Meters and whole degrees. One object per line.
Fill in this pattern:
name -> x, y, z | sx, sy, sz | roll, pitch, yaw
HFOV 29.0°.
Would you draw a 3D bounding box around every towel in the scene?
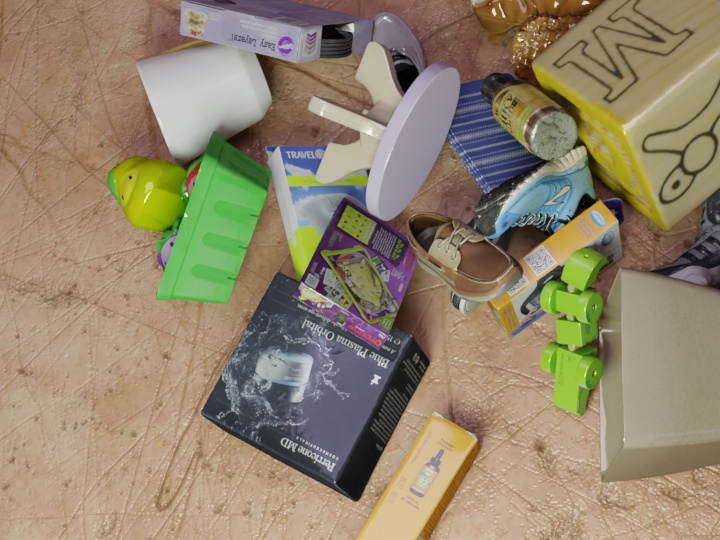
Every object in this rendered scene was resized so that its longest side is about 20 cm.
towel -> 0.177, -0.166, 1.756 | 0.144, 0.024, 0.201 | -16, 57, -24

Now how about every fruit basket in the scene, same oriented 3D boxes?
fruit basket -> -0.230, -0.078, 1.757 | 0.214, 0.156, 0.217 | 0, 110, 0

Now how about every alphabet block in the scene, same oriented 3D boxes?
alphabet block -> 0.356, -0.207, 1.650 | 0.200, 0.196, 0.196 | -39, 43, -4

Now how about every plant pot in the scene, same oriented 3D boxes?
plant pot -> 0.366, 0.125, 1.561 | 0.176, 0.200, 0.202 | 2, 70, 3

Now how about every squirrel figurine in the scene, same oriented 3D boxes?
squirrel figurine -> 0.234, -0.327, 1.781 | 0.185, 0.142, 0.201 | -7, 66, 18

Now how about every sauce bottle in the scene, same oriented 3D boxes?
sauce bottle -> 0.197, -0.192, 1.684 | 0.065, 0.065, 0.200 | -34, 27, 0

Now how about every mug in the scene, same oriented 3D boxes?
mug -> -0.208, -0.251, 1.857 | 0.152, 0.150, 0.188 | -22, 73, -4

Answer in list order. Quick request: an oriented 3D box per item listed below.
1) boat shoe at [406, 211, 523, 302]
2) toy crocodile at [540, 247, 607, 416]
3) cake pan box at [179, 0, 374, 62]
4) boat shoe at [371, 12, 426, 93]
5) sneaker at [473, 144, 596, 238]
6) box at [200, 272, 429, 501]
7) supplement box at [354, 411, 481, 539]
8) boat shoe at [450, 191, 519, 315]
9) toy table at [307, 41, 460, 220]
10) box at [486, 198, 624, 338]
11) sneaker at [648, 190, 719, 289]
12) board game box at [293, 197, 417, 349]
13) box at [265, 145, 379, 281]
boat shoe -> 0.112, -0.020, 1.630 | 0.076, 0.072, 0.200 | -46, 32, -14
toy crocodile -> 0.253, 0.073, 1.628 | 0.067, 0.062, 0.202 | 15, 114, 42
cake pan box -> -0.104, -0.318, 1.822 | 0.199, 0.184, 0.053 | 17, 112, 26
boat shoe -> 0.055, -0.265, 1.836 | 0.073, 0.065, 0.201 | -24, 67, 4
sneaker -> 0.217, -0.078, 1.638 | 0.199, 0.078, 0.090 | -28, 94, -38
box -> -0.052, 0.140, 1.688 | 0.196, 0.117, 0.201 | 24, 79, 20
supplement box -> 0.065, 0.271, 1.640 | 0.066, 0.069, 0.201 | 29, 81, 20
boat shoe -> 0.152, -0.038, 1.730 | 0.060, 0.076, 0.201 | 22, 65, 19
toy table -> 0.028, -0.176, 1.705 | 0.117, 0.184, 0.201 | 29, 91, 25
box -> 0.241, -0.005, 1.668 | 0.199, 0.119, 0.042 | -35, 66, 0
sneaker -> 0.407, -0.027, 1.663 | 0.199, 0.076, 0.115 | -14, 67, 2
board game box -> 0.000, 0.000, 1.659 | 0.119, 0.032, 0.200 | 29, 35, -3
box -> -0.042, -0.083, 1.774 | 0.121, 0.048, 0.201 | -3, 64, -27
